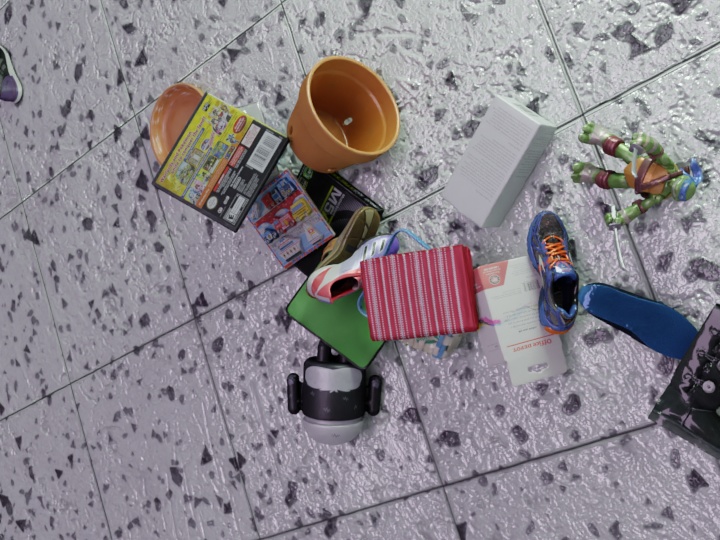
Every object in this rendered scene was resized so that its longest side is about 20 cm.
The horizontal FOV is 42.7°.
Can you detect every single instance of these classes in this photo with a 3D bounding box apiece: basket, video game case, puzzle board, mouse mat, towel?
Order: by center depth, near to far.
[{"bbox_3d":[0.098,0.040,1.538,0.199,0.022,0.146,-8,91,27],"label":"towel"},{"bbox_3d":[0.107,0.045,1.624,0.199,0.139,0.177,34,112,21],"label":"basket"},{"bbox_3d":[-0.255,-0.199,1.686,0.180,0.026,0.201,29,84,5],"label":"video game case"},{"bbox_3d":[-0.024,0.069,1.727,0.199,0.008,0.161,35,85,17],"label":"mouse mat"},{"bbox_3d":[-0.143,-0.093,1.762,0.151,0.017,0.200,55,143,-4],"label":"puzzle board"}]

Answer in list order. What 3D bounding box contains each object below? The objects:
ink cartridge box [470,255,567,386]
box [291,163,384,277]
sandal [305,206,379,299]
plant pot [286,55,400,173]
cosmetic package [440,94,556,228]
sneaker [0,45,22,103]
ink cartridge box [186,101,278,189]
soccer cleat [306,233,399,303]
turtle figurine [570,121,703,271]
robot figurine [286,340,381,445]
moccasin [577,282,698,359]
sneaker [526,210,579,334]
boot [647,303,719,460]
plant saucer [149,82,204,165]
[{"bbox_3d":[0.255,0.086,1.523,0.067,0.116,0.202,145,112,-67],"label":"ink cartridge box"},{"bbox_3d":[-0.072,-0.086,1.805,0.193,0.047,0.201,41,115,28],"label":"box"},{"bbox_3d":[-0.036,-0.034,1.714,0.054,0.080,0.201,35,95,48],"label":"sandal"},{"bbox_3d":[-0.046,-0.273,1.700,0.140,0.199,0.202,-33,73,50],"label":"plant pot"},{"bbox_3d":[0.232,-0.182,1.560,0.101,0.071,0.201,41,115,27],"label":"cosmetic package"},{"bbox_3d":[-0.964,-0.529,2.415,0.076,0.087,0.201,-47,66,29],"label":"sneaker"},{"bbox_3d":[-0.239,-0.213,1.801,0.145,0.200,0.148,-16,81,-3],"label":"ink cartridge box"},{"bbox_3d":[0.000,0.000,1.672,0.073,0.199,0.069,34,146,49],"label":"soccer cleat"},{"bbox_3d":[0.389,-0.142,1.386,0.200,0.144,0.194,-39,41,-12],"label":"turtle figurine"},{"bbox_3d":[-0.051,0.232,1.764,0.149,0.124,0.202,5,95,39],"label":"robot figurine"},{"bbox_3d":[0.434,0.068,1.423,0.199,0.068,0.081,32,98,6],"label":"moccasin"},{"bbox_3d":[0.320,-0.002,1.481,0.078,0.075,0.202,121,140,-76],"label":"sneaker"},{"bbox_3d":[0.544,0.171,1.357,0.164,0.066,0.201,29,95,4],"label":"boot"},{"bbox_3d":[-0.386,-0.310,2.032,0.199,0.037,0.202,2,94,35],"label":"plant saucer"}]
